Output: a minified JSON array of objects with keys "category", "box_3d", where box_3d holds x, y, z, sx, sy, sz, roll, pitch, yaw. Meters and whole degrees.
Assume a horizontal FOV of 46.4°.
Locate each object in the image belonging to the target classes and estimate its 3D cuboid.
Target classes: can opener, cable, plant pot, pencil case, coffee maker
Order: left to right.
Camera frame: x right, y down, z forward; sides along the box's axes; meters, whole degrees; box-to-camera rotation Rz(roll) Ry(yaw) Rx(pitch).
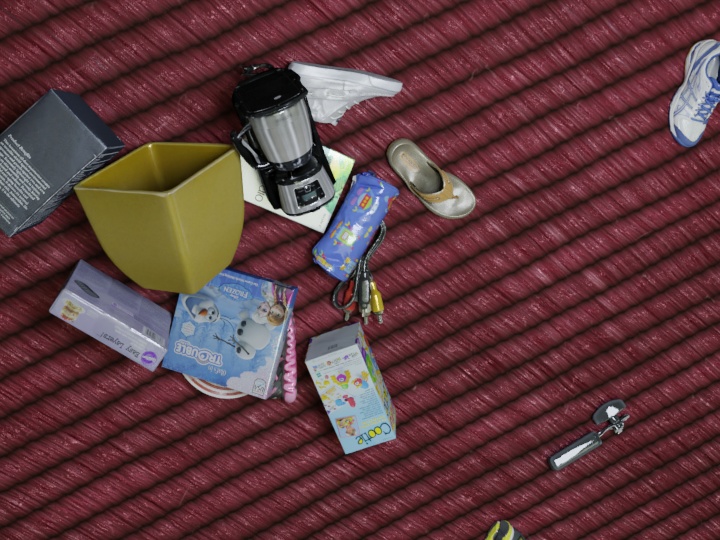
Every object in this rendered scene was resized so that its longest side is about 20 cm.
[{"category":"plant pot","box_3d":[-0.301,-0.077,1.354,0.194,0.194,0.202,5,121,27]},{"category":"coffee maker","box_3d":[-0.120,-0.216,1.374,0.133,0.193,0.201,-10,127,10]},{"category":"pencil case","box_3d":[-0.013,-0.082,1.493,0.086,0.078,0.201,30,92,-8]},{"category":"cable","box_3d":[0.000,0.000,1.557,0.096,0.050,0.202,4,91,4]},{"category":"can opener","box_3d":[0.471,0.343,1.742,0.199,0.053,0.067,-35,74,-4]}]

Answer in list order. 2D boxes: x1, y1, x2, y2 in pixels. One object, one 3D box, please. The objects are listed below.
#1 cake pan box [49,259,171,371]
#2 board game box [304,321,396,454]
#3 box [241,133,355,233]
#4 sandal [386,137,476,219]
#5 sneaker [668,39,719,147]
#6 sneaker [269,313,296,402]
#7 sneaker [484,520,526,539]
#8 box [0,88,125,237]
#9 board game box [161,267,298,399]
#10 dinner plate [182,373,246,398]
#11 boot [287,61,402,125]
[{"category":"cake pan box","box_3d":[-0.404,0.072,1.398,0.199,0.184,0.052,34,100,-19]},{"category":"board game box","box_3d":[-0.015,0.216,1.554,0.104,0.103,0.201,-19,108,9]},{"category":"box","box_3d":[-0.126,-0.169,1.476,0.199,0.036,0.145,21,99,-18]},{"category":"sandal","box_3d":[0.129,-0.161,1.525,0.200,0.054,0.080,40,93,-19]},{"category":"sneaker","box_3d":[0.642,-0.331,1.580,0.075,0.088,0.202,2,105,-15]},{"category":"sneaker","box_3d":[-0.163,0.147,1.535,0.094,0.079,0.202,0,103,-1]},{"category":"sneaker","box_3d":[0.278,0.623,1.749,0.084,0.074,0.201,31,96,-18]},{"category":"box","box_3d":[-0.489,-0.171,1.304,0.198,0.200,0.123,-41,102,0]},{"category":"board game box","box_3d":[-0.229,0.100,1.472,0.198,0.043,0.201,15,96,8]},{"category":"dinner plate","box_3d":[-0.240,0.128,1.508,0.198,0.024,0.202,0,94,7]},{"category":"boot","box_3d":[-0.032,-0.299,1.453,0.198,0.074,0.096,8,109,-6]}]
